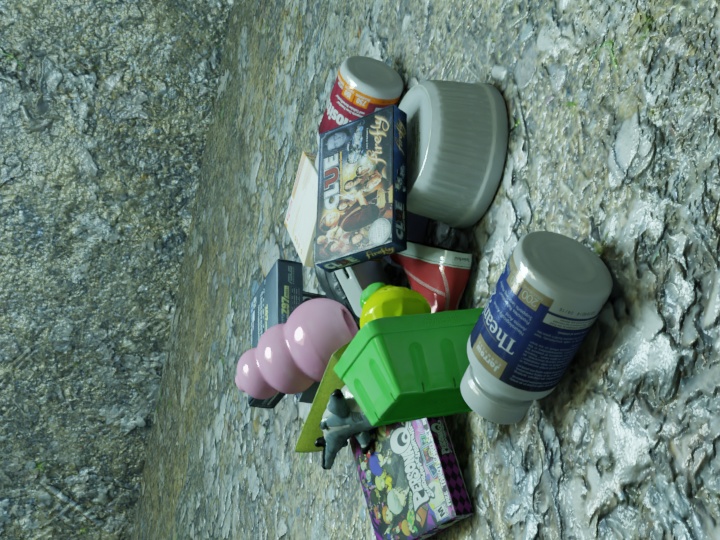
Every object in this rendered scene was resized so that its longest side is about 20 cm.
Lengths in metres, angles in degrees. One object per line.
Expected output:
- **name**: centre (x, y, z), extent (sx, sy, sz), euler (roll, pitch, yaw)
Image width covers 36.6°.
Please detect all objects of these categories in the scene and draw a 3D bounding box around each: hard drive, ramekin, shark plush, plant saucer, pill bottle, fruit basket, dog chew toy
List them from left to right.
- **dog chew toy**: centre (-0.098, 0.126, 1.626), extent (0.198, 0.125, 0.125), euler (-28, 41, 12)
- **shark plush**: centre (-0.017, 0.217, 1.468), extent (0.201, 0.083, 0.091), euler (-55, -13, 31)
- **pill bottle**: centre (-0.009, -0.252, 1.854), extent (0.114, 0.112, 0.201), euler (-104, 29, -49)
- **hard drive**: centre (0.000, 0.000, 1.605), extent (0.133, 0.026, 0.200), euler (63, -168, 5)
- **plant saucer**: centre (0.002, 0.170, 1.604), extent (0.048, 0.199, 0.202), euler (35, 126, 19)
- **fruit basket**: centre (0.066, 0.080, 1.360), extent (0.156, 0.213, 0.218), euler (124, 148, -51)
- **ramekin**: centre (0.111, -0.164, 1.485), extent (0.200, 0.104, 0.203), euler (-172, 90, -71)
- **pill bottle**: centre (0.181, 0.067, 1.174), extent (0.112, 0.110, 0.201), euler (-105, 30, -49)

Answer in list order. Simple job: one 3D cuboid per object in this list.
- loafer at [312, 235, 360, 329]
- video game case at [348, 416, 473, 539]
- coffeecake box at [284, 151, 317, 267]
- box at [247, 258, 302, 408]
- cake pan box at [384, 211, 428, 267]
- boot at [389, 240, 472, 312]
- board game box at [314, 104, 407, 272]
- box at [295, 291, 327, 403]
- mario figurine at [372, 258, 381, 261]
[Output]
- **loafer**: centre (-0.016, 0.033, 1.684), extent (0.070, 0.068, 0.203), euler (-19, 93, 32)
- **video game case**: centre (0.058, 0.256, 1.444), extent (0.181, 0.035, 0.202), euler (-42, 57, 47)
- **coffeecake box**: centre (-0.076, -0.114, 2.042), extent (0.200, 0.072, 0.155), euler (-119, 42, -61)
- **box**: centre (-0.140, 0.106, 1.794), extent (0.158, 0.050, 0.202), euler (131, 143, -54)
- **cake pan box**: centre (0.061, -0.123, 1.694), extent (0.184, 0.052, 0.203), euler (-142, 62, -66)
- **boot**: centre (0.085, 0.034, 1.531), extent (0.200, 0.072, 0.146), euler (-158, 76, -67)
- **board game box**: centre (0.001, -0.110, 1.473), extent (0.134, 0.034, 0.203), euler (-17, 62, 36)
- **box**: centre (-0.056, 0.129, 1.806), extent (0.200, 0.121, 0.107), euler (-119, 43, -60)
- **mario figurine**: centre (0.024, -0.119, 1.566), extent (0.124, 0.105, 0.202), euler (-49, 34, 48)
